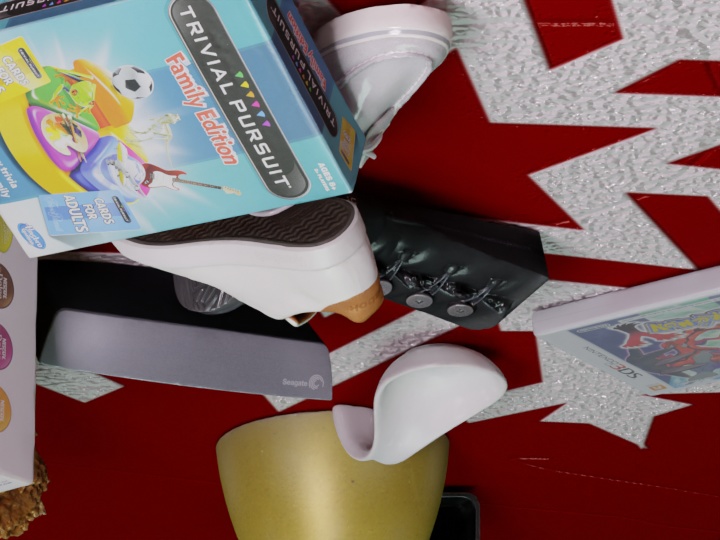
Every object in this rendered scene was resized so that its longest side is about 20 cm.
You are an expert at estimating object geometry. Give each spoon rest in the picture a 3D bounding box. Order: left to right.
[{"bbox_3d":[0.040,0.107,1.794,0.099,0.061,0.200,9,157,-24],"label":"spoon rest"}]

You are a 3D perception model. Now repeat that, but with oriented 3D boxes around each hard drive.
[{"bbox_3d":[-0.124,0.037,1.543,0.199,0.042,0.135,8,-163,-20],"label":"hard drive"}]

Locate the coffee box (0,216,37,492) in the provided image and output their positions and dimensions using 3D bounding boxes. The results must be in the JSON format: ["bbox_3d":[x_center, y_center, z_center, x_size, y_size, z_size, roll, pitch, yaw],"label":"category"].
[{"bbox_3d":[-0.330,0.034,1.391,0.200,0.200,0.198,-17,154,33],"label":"coffee box"}]

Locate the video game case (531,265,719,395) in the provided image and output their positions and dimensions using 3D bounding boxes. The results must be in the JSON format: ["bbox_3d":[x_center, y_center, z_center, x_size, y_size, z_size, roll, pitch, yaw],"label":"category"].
[{"bbox_3d":[0.256,0.043,1.696,0.200,0.023,0.182,-16,155,32],"label":"video game case"}]

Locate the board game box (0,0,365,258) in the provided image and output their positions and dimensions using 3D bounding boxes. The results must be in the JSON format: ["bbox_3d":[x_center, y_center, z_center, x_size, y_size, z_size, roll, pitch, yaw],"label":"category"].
[{"bbox_3d":[-0.119,-0.090,1.219,0.199,0.047,0.151,-11,131,23],"label":"board game box"}]

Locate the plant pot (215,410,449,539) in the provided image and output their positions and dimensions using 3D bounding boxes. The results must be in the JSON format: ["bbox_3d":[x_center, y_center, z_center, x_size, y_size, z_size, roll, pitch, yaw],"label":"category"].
[{"bbox_3d":[-0.022,0.216,1.956,0.199,0.142,0.200,-1,158,-1],"label":"plant pot"}]

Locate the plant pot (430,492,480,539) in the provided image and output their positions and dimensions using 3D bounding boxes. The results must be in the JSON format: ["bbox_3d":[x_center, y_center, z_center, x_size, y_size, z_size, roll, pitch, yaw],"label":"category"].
[{"bbox_3d":[0.003,0.313,2.165,0.199,0.200,0.177,1,170,-5],"label":"plant pot"}]

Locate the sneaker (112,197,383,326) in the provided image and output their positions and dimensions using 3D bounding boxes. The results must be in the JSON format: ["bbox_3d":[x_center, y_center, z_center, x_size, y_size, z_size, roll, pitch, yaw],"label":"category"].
[{"bbox_3d":[-0.072,-0.003,1.401,0.200,0.073,0.085,11,139,41],"label":"sneaker"}]

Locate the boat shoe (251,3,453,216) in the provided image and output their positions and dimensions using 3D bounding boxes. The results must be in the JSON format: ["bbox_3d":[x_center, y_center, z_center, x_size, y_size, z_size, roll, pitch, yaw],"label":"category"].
[{"bbox_3d":[-0.015,-0.085,1.285,0.072,0.069,0.200,12,155,-36],"label":"boat shoe"}]

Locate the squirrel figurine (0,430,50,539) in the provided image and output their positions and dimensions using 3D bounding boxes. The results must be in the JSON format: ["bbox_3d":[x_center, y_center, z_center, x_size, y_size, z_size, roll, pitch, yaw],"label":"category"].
[{"bbox_3d":[-0.328,0.148,1.702,0.199,0.187,0.142,1,158,-7],"label":"squirrel figurine"}]

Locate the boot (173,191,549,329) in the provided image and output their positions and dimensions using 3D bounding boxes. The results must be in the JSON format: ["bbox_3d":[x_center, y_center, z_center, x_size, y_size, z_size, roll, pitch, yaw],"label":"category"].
[{"bbox_3d":[0.001,0.000,1.526,0.200,0.066,0.165,11,158,-39],"label":"boot"}]
